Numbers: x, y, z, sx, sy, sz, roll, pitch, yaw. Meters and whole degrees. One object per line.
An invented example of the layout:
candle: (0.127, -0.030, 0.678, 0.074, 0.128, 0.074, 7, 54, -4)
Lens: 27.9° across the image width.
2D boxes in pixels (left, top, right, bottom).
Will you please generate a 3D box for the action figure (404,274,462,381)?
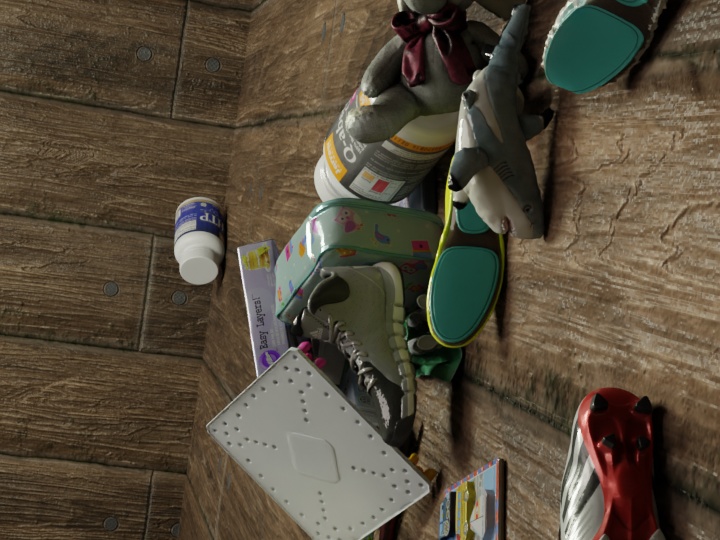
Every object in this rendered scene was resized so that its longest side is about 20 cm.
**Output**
action figure: (0.057, 0.069, 1.514, 0.200, 0.055, 0.118, 129, 144, -75)

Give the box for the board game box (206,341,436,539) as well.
board game box: (-0.043, 0.188, 1.510, 0.200, 0.200, 0.026, -43, 2, 45)

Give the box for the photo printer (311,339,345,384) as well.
photo printer: (-0.024, 0.017, 1.812, 0.167, 0.069, 0.200, -95, 10, -46)

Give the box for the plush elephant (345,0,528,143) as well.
plush elephant: (0.074, -0.228, 1.354, 0.200, 0.164, 0.155, -58, -42, -59)

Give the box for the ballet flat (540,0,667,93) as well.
ballet flat: (0.197, -0.204, 1.049, 0.200, 0.072, 0.072, 121, 154, -57)

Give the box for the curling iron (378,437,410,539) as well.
curling iron: (0.031, 0.251, 1.561, 0.050, 0.026, 0.200, -15, -57, -63)

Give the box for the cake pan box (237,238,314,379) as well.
cake pan box: (-0.089, 0.090, 1.714, 0.200, 0.052, 0.185, 70, -171, -58)

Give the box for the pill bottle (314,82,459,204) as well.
pill bottle: (0.028, -0.140, 1.567, 0.200, 0.116, 0.117, 131, 145, -54)

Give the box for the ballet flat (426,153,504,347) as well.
ballet flat: (0.104, -0.022, 1.354, 0.067, 0.067, 0.201, 58, -141, -76)

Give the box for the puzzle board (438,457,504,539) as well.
puzzle board: (0.095, 0.279, 1.288, 0.151, 0.017, 0.200, 126, 149, -66)

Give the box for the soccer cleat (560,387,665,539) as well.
soccer cleat: (0.162, 0.174, 0.948, 0.085, 0.068, 0.200, 101, 174, -59)

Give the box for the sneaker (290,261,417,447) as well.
sneaker: (-0.012, 0.082, 1.431, 0.075, 0.115, 0.200, 115, 154, -53)

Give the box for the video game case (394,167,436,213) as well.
video game case: (0.051, -0.073, 1.704, 0.200, 0.019, 0.143, 114, 160, -55)

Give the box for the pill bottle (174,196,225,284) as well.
pill bottle: (-0.378, -0.067, 3.411, 0.200, 0.119, 0.120, -96, 18, -46)

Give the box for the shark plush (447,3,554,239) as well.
shark plush: (0.128, -0.127, 1.259, 0.091, 0.083, 0.200, 76, -158, -69)

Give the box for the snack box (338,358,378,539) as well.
snack box: (-0.001, 0.196, 1.664, 0.200, 0.053, 0.143, -99, 21, -68)

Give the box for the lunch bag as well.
lunch bag: (0.000, 0.000, 1.573, 0.200, 0.160, 0.077, 128, 143, -56)

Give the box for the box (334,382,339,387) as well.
box: (-0.045, 0.233, 1.900, 0.200, 0.038, 0.137, 123, 152, -63)
